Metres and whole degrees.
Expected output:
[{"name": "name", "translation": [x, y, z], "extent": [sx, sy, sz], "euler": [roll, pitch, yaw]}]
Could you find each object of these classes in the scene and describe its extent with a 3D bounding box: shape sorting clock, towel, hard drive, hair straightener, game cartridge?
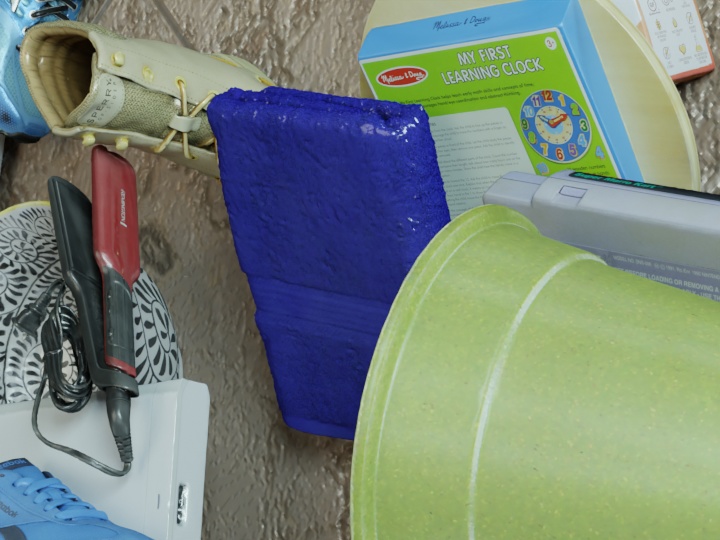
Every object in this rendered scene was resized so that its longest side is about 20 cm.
[{"name": "shape sorting clock", "translation": [0.079, -0.066, 1.028], "extent": [0.200, 0.039, 0.200], "euler": [28, 138, 28]}, {"name": "towel", "translation": [0.000, 0.000, 1.096], "extent": [0.148, 0.050, 0.200], "euler": [10, 123, 41]}, {"name": "hard drive", "translation": [-0.163, 0.135, 1.168], "extent": [0.200, 0.026, 0.132], "euler": [-10, 71, 42]}, {"name": "hair straightener", "translation": [-0.151, 0.028, 1.158], "extent": [0.077, 0.041, 0.200], "euler": [-29, 54, 25]}, {"name": "game cartridge", "translation": [0.150, 0.023, 0.966], "extent": [0.200, 0.038, 0.130], "euler": [13, 125, 43]}]

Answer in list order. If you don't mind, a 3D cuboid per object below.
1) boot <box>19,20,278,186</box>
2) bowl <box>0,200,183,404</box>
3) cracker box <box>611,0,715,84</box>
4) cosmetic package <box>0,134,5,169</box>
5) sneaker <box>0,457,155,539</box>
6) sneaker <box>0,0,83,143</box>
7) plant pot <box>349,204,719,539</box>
[{"name": "boot", "translation": [-0.085, -0.078, 1.175], "extent": [0.200, 0.155, 0.073], "euler": [40, 110, 41]}, {"name": "bowl", "translation": [-0.170, 0.065, 1.275], "extent": [0.201, 0.094, 0.201], "euler": [-10, 75, 42]}, {"name": "cracker box", "translation": [0.080, -0.172, 1.059], "extent": [0.134, 0.058, 0.200], "euler": [-18, 90, 42]}, {"name": "cosmetic package", "translation": [-0.363, -0.073, 1.430], "extent": [0.200, 0.165, 0.165], "euler": [11, 96, 44]}, {"name": "sneaker", "translation": [-0.173, 0.134, 1.114], "extent": [0.200, 0.066, 0.078], "euler": [-5, 71, 43]}, {"name": "sneaker", "translation": [-0.210, -0.182, 1.372], "extent": [0.090, 0.078, 0.200], "euler": [-4, 80, 40]}, {"name": "plant pot", "translation": [0.127, 0.083, 0.882], "extent": [0.190, 0.200, 0.200], "euler": [9, 89, 28]}]
